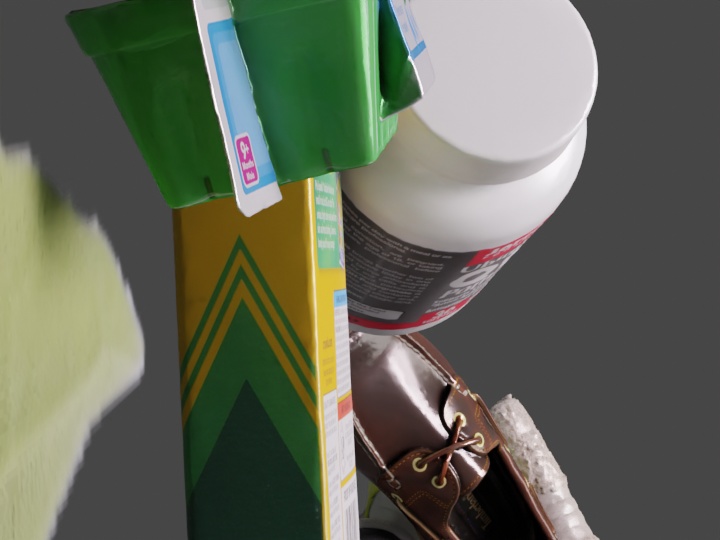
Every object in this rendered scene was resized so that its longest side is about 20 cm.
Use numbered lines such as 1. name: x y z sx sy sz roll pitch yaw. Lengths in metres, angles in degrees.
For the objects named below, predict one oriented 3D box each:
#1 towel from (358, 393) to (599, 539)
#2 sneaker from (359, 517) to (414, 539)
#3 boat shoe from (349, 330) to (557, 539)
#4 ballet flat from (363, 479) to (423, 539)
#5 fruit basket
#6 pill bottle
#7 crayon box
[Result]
1. towel: 0.065 0.163 1.331 0.133 0.034 0.200 61 -35 14
2. sneaker: 0.008 0.233 1.192 0.112 0.073 0.200 -65 144 -73
3. boat shoe: 0.041 0.091 1.188 0.070 0.070 0.200 25 -21 54
4. ballet flat: 0.025 0.157 1.289 0.067 0.067 0.200 -64 170 -49
5. fruit basket: -0.035 -0.123 0.700 0.185 0.094 0.200 -59 142 -81
6. pill bottle: 0.029 -0.050 0.995 0.200 0.110 0.111 126 -36 -69
7. crayon box: -0.033 0.020 0.871 0.126 0.051 0.200 -3 91 -86
